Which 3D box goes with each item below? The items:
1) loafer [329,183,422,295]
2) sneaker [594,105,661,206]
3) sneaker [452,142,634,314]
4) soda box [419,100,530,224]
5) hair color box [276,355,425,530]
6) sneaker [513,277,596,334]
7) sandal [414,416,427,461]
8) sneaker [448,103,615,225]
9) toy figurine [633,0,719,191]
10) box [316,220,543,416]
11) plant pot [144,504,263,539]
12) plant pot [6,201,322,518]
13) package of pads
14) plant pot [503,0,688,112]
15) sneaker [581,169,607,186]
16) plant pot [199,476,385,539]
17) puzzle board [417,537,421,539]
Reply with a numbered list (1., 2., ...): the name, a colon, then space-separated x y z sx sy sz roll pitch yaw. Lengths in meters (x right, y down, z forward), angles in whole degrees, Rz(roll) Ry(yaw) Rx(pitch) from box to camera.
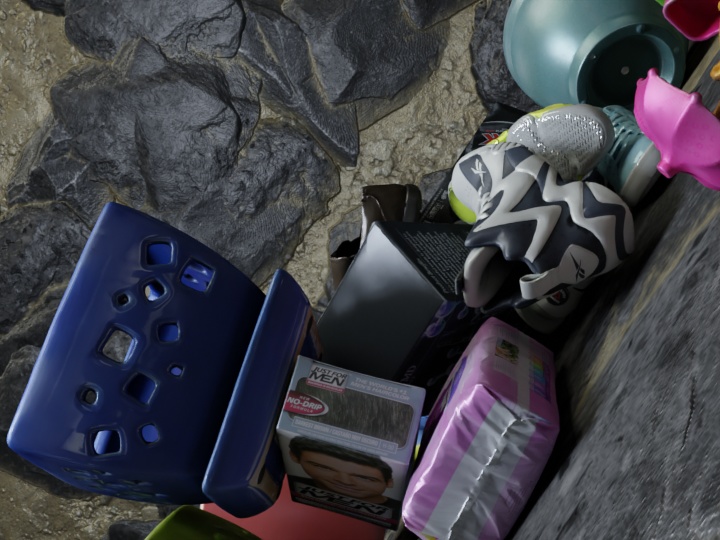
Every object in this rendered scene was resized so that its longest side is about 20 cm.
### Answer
1. loafer: 0.000 0.000 1.022 0.073 0.071 0.202 -100 27 -72
2. sneaker: 0.234 -0.112 0.932 0.074 0.081 0.200 -59 -1 11
3. sneaker: 0.108 -0.031 0.821 0.129 0.199 0.080 -31 -49 -20
4. soda box: 0.127 -0.083 1.078 0.201 0.063 0.071 -56 -23 -27
5. hair color box: -0.007 0.143 0.805 0.201 0.098 0.061 91 -165 -62
6. sneaker: 0.195 -0.029 0.922 0.089 0.074 0.201 -49 11 34
7. sandal: 0.069 0.177 1.096 0.087 0.079 0.200 -54 0 -6
8. sneaker: 0.171 -0.111 0.952 0.105 0.076 0.199 -30 4 -41
9. toy figurine: 0.235 -0.135 0.587 0.199 0.149 0.186 -19 46 52
10. box: 0.074 0.045 0.942 0.199 0.107 0.149 -1 -49 -46
11. plant pot: -0.103 0.318 0.808 0.199 0.179 0.202 89 -163 -86
12. plant pot: -0.136 0.089 0.813 0.200 0.178 0.202 85 -159 -70
13. package of pads: 0.091 0.119 0.751 0.121 0.075 0.200 -61 -2 13
14. plant pot: 0.264 -0.233 1.081 0.201 0.198 0.135 -59 25 28
15. sneaker: 0.256 -0.137 1.165 0.199 0.079 0.131 54 -121 -78
16. plant pot: -0.075 0.251 1.028 0.200 0.175 0.203 -172 90 -83
17. puzzle board: 0.025 0.292 0.833 0.152 0.017 0.200 -59 -1 -5
